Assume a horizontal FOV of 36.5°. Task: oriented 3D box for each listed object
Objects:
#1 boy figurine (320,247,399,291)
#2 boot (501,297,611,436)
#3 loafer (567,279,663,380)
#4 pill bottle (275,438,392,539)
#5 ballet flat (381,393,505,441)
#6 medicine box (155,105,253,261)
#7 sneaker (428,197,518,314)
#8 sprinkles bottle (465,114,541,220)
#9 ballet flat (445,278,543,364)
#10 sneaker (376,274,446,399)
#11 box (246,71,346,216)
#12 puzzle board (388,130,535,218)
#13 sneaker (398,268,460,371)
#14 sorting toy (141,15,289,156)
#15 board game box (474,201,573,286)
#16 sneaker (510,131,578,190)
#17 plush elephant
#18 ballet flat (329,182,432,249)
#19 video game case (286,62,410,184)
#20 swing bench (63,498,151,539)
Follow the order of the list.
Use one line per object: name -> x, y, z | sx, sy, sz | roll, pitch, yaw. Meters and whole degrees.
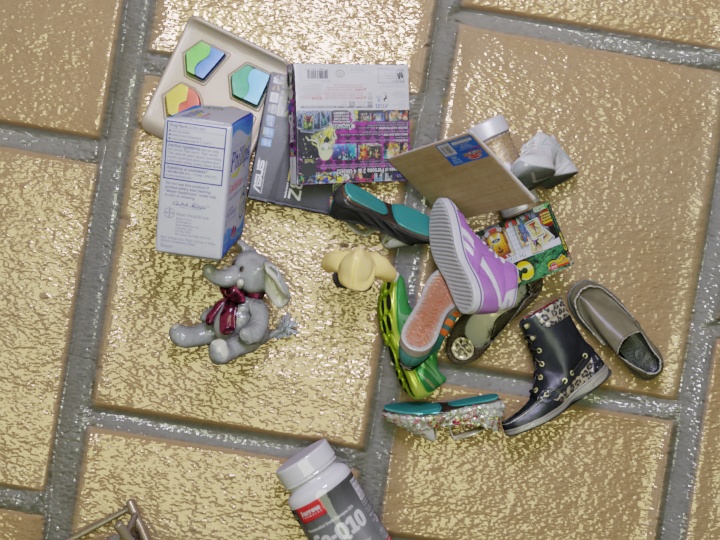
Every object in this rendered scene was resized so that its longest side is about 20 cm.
boy figurine -> 0.000, 0.000, 1.663 | 0.122, 0.200, 0.065 | 11, 90, -4
boot -> 0.280, 0.153, 1.727 | 0.202, 0.073, 0.155 | -31, 90, -12
loafer -> 0.413, 0.093, 1.732 | 0.200, 0.070, 0.075 | 43, 90, -1
pill bottle -> -0.043, 0.376, 1.706 | 0.113, 0.114, 0.202 | -32, 91, 0
ballet flat -> 0.133, 0.238, 1.730 | 0.197, 0.076, 0.065 | -5, 98, 2
medicine box -> -0.233, -0.137, 1.645 | 0.101, 0.182, 0.203 | 8, 105, 2
sneaker -> 0.178, -0.022, 1.685 | 0.113, 0.073, 0.203 | -2, 62, -29
sprinkles bottle -> 0.235, -0.142, 1.730 | 0.067, 0.068, 0.202 | -24, 91, -1
ballet flat -> 0.215, 0.074, 1.741 | 0.200, 0.046, 0.068 | -41, 90, 0
sneaker -> 0.082, 0.100, 1.736 | 0.083, 0.074, 0.203 | -17, 91, -22
box -> -0.085, -0.197, 1.726 | 0.159, 0.049, 0.203 | 12, 90, -9
puzzle board -> 0.152, -0.141, 1.653 | 0.151, 0.199, 0.018 | 44, 61, -22
sneaker -> 0.111, 0.071, 1.681 | 0.071, 0.080, 0.200 | 32, 53, 10
sorting toy -> -0.231, -0.280, 1.739 | 0.183, 0.036, 0.202 | 25, 90, -1
board game box -> 0.224, -0.022, 1.711 | 0.198, 0.023, 0.106 | -24, 92, 26
sneaker -> 0.269, -0.169, 1.681 | 0.070, 0.200, 0.081 | -29, 81, 27
plush elephant -> -0.186, 0.040, 1.684 | 0.198, 0.164, 0.157 | -11, 105, -29
ballet flat -> 0.036, -0.078, 1.723 | 0.198, 0.069, 0.069 | 23, 126, -23
video game case -> -0.016, -0.227, 1.690 | 0.197, 0.036, 0.184 | -5, 97, -25
swing bench -> -0.403, 0.503, 1.699 | 0.197, 0.130, 0.202 | -27, 96, -1
